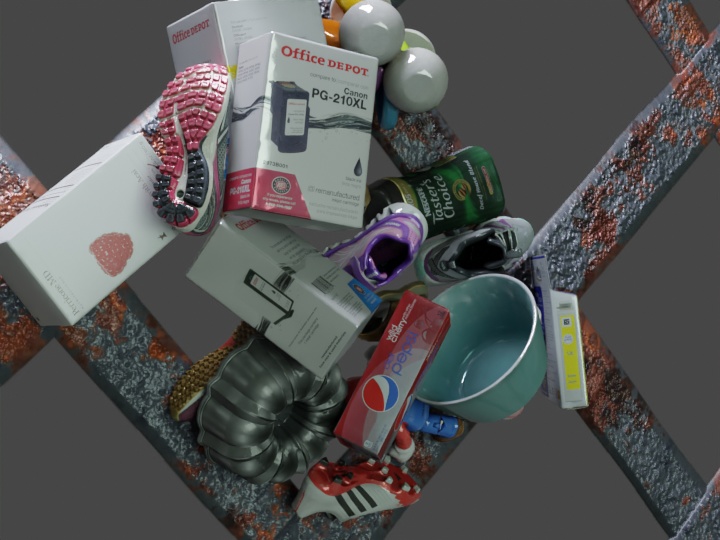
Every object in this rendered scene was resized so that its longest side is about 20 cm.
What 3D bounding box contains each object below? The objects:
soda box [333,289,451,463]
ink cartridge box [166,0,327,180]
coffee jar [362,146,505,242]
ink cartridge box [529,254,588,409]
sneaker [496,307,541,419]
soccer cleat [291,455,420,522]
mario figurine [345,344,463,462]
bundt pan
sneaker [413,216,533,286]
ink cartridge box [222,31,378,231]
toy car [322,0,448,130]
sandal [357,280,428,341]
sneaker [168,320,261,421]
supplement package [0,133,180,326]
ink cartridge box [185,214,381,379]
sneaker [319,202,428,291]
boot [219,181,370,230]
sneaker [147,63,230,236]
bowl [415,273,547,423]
[{"bbox_3d":[0.041,0.130,1.618,0.063,0.070,0.201,24,77,13],"label":"soda box"},{"bbox_3d":[-0.126,-0.221,1.602,0.145,0.146,0.202,-14,95,-30],"label":"ink cartridge box"},{"bbox_3d":[0.091,-0.090,1.757,0.199,0.085,0.105,-22,98,-29],"label":"coffee jar"},{"bbox_3d":[0.268,0.079,1.793,0.047,0.198,0.202,-3,90,1],"label":"ink cartridge box"},{"bbox_3d":[0.202,0.108,1.801,0.075,0.104,0.202,-16,96,-33],"label":"sneaker"},{"bbox_3d":[-0.004,0.286,1.696,0.199,0.069,0.085,11,122,-46],"label":"soccer cleat"},{"bbox_3d":[0.040,0.174,1.733,0.199,0.106,0.124,13,45,-39],"label":"mario figurine"},{"bbox_3d":[-0.095,0.172,1.587,0.201,0.076,0.203,-22,128,-32],"label":"bundt pan"},{"bbox_3d":[0.184,-0.026,1.775,0.199,0.140,0.078,-22,98,-29],"label":"sneaker"},{"bbox_3d":[-0.067,-0.155,1.499,0.144,0.084,0.202,9,83,-29],"label":"ink cartridge box"},{"bbox_3d":[0.012,-0.265,1.697,0.150,0.175,0.200,-42,112,11],"label":"toy car"},{"bbox_3d":[0.026,0.061,1.692,0.199,0.080,0.054,-16,75,-49],"label":"sandal"},{"bbox_3d":[-0.142,0.129,1.615,0.200,0.075,0.090,-43,116,-19],"label":"sneaker"},{"bbox_3d":[-0.307,-0.044,1.500,0.200,0.119,0.122,-44,109,-25],"label":"supplement package"},{"bbox_3d":[-0.087,0.020,1.544,0.199,0.146,0.085,37,106,4],"label":"ink cartridge box"},{"bbox_3d":[0.000,0.000,1.653,0.200,0.089,0.081,-39,111,15],"label":"sneaker"},{"bbox_3d":[-0.077,-0.083,1.650,0.199,0.074,0.076,-18,72,-23],"label":"boot"},{"bbox_3d":[-0.186,-0.137,1.481,0.075,0.080,0.202,46,51,-65],"label":"sneaker"},{"bbox_3d":[0.159,0.114,1.690,0.105,0.200,0.202,48,65,-37],"label":"bowl"}]
